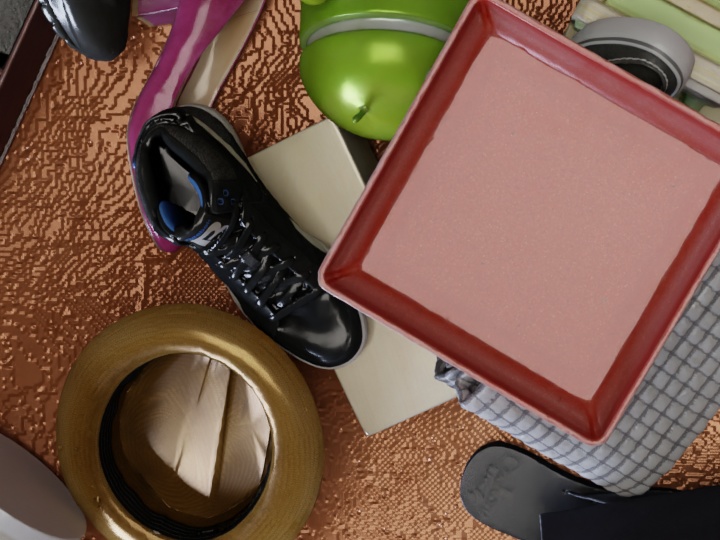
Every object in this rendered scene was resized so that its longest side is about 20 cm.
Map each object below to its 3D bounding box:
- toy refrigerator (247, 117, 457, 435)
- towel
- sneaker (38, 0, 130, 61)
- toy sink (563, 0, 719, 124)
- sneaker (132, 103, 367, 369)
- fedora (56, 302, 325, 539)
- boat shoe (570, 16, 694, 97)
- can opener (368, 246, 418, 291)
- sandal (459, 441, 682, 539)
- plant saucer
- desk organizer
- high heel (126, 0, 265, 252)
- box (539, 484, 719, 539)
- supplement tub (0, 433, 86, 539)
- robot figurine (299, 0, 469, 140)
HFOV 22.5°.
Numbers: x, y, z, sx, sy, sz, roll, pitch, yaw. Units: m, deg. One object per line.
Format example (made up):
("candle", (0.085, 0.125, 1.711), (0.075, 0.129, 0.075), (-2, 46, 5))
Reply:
("toy refrigerator", (0.000, 0.000, 1.215), (0.076, 0.070, 0.201), (-26, 92, 15))
("towel", (0.165, 0.028, 1.164), (0.165, 0.086, 0.200), (31, 100, -27))
("sneaker", (-0.159, -0.225, 1.152), (0.090, 0.076, 0.201), (8, 123, 14))
("toy sink", (0.210, -0.170, 1.153), (0.130, 0.112, 0.201), (29, 98, 3))
("sneaker", (-0.078, -0.011, 1.136), (0.073, 0.112, 0.200), (-37, 91, 15))
("fedora", (-0.108, 0.106, 1.222), (0.199, 0.082, 0.202), (5, 112, 12))
("boat shoe", (0.128, -0.103, 1.137), (0.069, 0.200, 0.057), (40, 62, -22))
("can opener", (0.085, -0.028, 1.165), (0.199, 0.067, 0.054), (-30, 92, -19))
("sandal", (0.162, 0.176, 1.227), (0.199, 0.043, 0.077), (15, 97, 4))
("plant saucer", (0.107, -0.030, 1.077), (0.199, 0.037, 0.201), (30, 97, 4))
("desk organizer", (-0.270, -0.117, 1.226), (0.071, 0.077, 0.201), (26, 98, 3))
("high heel", (-0.101, -0.114, 1.215), (0.095, 0.067, 0.201), (-2, 82, 17))
("box", (0.228, 0.250, 1.163), (0.197, 0.123, 0.201), (-10, 114, 6))
("supplement tub", (-0.294, 0.215, 1.228), (0.145, 0.145, 0.200), (39, 98, 1))
("robot figurine", (0.020, -0.174, 1.155), (0.115, 0.175, 0.201), (-4, 72, 29))
